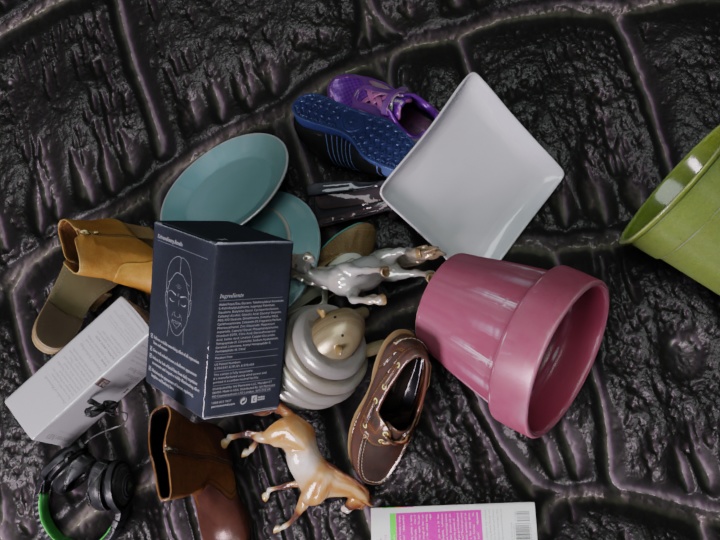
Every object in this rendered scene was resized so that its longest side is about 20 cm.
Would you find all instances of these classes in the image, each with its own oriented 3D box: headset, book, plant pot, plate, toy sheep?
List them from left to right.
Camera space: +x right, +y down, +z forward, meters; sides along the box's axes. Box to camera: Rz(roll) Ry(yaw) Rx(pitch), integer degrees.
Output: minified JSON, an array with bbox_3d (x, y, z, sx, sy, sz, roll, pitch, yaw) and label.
[{"bbox_3d":[-0.347,0.260,1.166,0.122,0.094,0.202,19,90,12],"label":"headset"},{"bbox_3d":[-0.179,-0.106,1.240,0.199,0.026,0.201,-19,42,18],"label":"plate"},{"bbox_3d":[-0.145,-0.019,1.208,0.198,0.026,0.202,-12,61,23],"label":"plate"},{"bbox_3d":[-0.054,0.108,1.135,0.137,0.200,0.139,18,47,-20],"label":"toy sheep"},{"bbox_3d":[0.113,0.348,1.103,0.198,0.048,0.135,-3,72,6],"label":"book"},{"bbox_3d":[0.141,-0.113,1.184,0.199,0.032,0.201,42,81,-25],"label":"plate"},{"bbox_3d":[0.172,0.071,1.102,0.178,0.200,0.201,25,79,29],"label":"plant pot"},{"bbox_3d":[0.448,-0.047,1.101,0.190,0.200,0.200,40,83,4],"label":"plant pot"}]

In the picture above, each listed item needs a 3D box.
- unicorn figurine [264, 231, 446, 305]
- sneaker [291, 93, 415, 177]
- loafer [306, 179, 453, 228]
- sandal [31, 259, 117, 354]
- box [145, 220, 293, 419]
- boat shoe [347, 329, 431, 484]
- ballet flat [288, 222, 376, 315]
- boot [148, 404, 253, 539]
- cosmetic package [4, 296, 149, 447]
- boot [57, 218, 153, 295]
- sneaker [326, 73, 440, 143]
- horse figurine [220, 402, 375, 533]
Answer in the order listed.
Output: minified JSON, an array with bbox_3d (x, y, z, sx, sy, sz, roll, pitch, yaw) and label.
[{"bbox_3d":[0.000,0.000,1.120,0.137,0.199,0.075,8,94,48],"label":"unicorn figurine"},{"bbox_3d":[-0.005,-0.165,1.232,0.199,0.078,0.070,32,65,22],"label":"sneaker"},{"bbox_3d":[0.028,-0.089,1.227,0.198,0.072,0.064,-2,94,8],"label":"loafer"},{"bbox_3d":[-0.380,0.029,1.244,0.077,0.070,0.213,36,50,-14],"label":"sandal"},{"bbox_3d":[-0.169,0.051,1.085,0.148,0.106,0.202,19,107,49],"label":"box"},{"bbox_3d":[0.035,0.173,1.105,0.070,0.070,0.202,5,110,-22],"label":"boat shoe"},{"bbox_3d":[-0.051,0.019,1.196,0.199,0.068,0.072,-35,39,-1],"label":"ballet flat"},{"bbox_3d":[-0.185,0.263,1.086,0.068,0.200,0.190,-7,74,6],"label":"boot"},{"bbox_3d":[-0.345,0.133,1.197,0.200,0.102,0.074,-44,72,-4],"label":"cosmetic package"},{"bbox_3d":[-0.298,0.005,1.189,0.201,0.143,0.071,47,119,30],"label":"boot"},{"bbox_3d":[0.040,-0.217,1.243,0.199,0.089,0.081,31,82,16],"label":"sneaker"},{"bbox_3d":[-0.085,0.232,1.135,0.132,0.050,0.201,-26,97,20],"label":"horse figurine"}]
